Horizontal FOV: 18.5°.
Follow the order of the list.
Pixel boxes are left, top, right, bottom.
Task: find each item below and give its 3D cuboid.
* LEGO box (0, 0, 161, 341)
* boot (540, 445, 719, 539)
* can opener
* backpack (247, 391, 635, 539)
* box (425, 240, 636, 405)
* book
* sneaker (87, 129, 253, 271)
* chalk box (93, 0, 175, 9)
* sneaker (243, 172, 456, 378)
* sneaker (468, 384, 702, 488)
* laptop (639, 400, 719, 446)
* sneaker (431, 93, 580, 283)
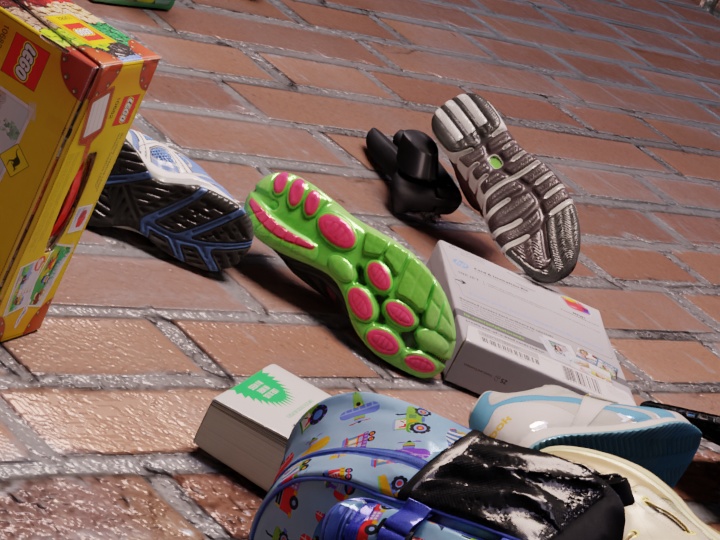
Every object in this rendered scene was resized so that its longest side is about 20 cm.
[{"bbox_3d":[-0.236,-0.079,1.377,0.149,0.200,0.077,33,20,16],"label":"LEGO box"},{"bbox_3d":[0.169,0.192,1.418,0.200,0.072,0.155,33,22,15],"label":"boot"},{"bbox_3d":[0.050,-0.096,2.023,0.063,0.079,0.200,13,12,-14],"label":"can opener"},{"bbox_3d":[0.022,0.164,1.139,0.200,0.183,0.134,21,32,26],"label":"backpack"},{"bbox_3d":[0.132,0.057,1.760,0.156,0.041,0.200,23,20,-14],"label":"box"},{"bbox_3d":[0.005,0.131,1.404,0.200,0.048,0.134,28,15,9],"label":"book"},{"bbox_3d":[-0.174,-0.066,1.641,0.200,0.076,0.077,32,11,-15],"label":"sneaker"},{"bbox_3d":[-0.234,-0.337,2.177,0.200,0.124,0.125,39,22,29],"label":"chalk box"},{"bbox_3d":[0.000,0.000,1.674,0.200,0.077,0.084,45,4,14],"label":"sneaker"},{"bbox_3d":[0.166,0.118,1.587,0.200,0.077,0.081,8,26,-42],"label":"sneaker"},{"bbox_3d":[0.324,0.184,1.679,0.200,0.104,0.177,11,-11,44],"label":"laptop"},{"bbox_3d":[0.136,-0.056,1.920,0.200,0.076,0.116,61,-1,29],"label":"sneaker"}]
